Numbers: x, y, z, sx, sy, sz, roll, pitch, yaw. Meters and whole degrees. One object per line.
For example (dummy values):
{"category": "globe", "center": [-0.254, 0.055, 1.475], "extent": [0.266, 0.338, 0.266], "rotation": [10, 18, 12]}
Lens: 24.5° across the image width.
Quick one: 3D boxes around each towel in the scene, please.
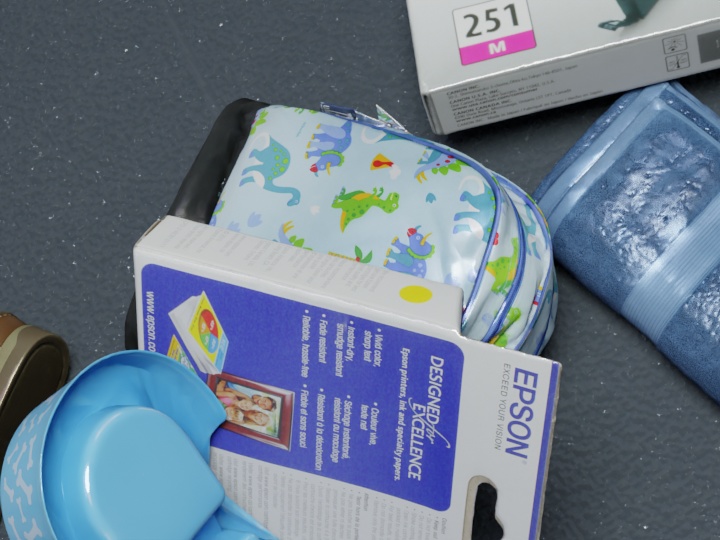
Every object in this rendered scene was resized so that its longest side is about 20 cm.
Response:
{"category": "towel", "center": [0.183, -0.003, 0.821], "extent": [0.112, 0.049, 0.200], "rotation": [-45, 67, -4]}

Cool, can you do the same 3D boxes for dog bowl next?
{"category": "dog bowl", "center": [-0.083, 0.131, 0.736], "extent": [0.049, 0.201, 0.112], "rotation": [-18, 22, 42]}

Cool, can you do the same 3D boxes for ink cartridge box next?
{"category": "ink cartridge box", "center": [0.120, -0.170, 0.879], "extent": [0.199, 0.044, 0.175], "rotation": [-13, 56, 8]}
{"category": "ink cartridge box", "center": [-0.007, 0.086, 0.765], "extent": [0.199, 0.199, 0.047], "rotation": [14, 35, 15]}

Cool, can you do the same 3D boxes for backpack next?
{"category": "backpack", "center": [0.000, 0.000, 0.824], "extent": [0.199, 0.154, 0.164], "rotation": [22, 70, 6]}

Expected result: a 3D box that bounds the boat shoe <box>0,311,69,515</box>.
{"category": "boat shoe", "center": [-0.228, 0.113, 0.869], "extent": [0.068, 0.072, 0.201], "rotation": [19, 66, 23]}
